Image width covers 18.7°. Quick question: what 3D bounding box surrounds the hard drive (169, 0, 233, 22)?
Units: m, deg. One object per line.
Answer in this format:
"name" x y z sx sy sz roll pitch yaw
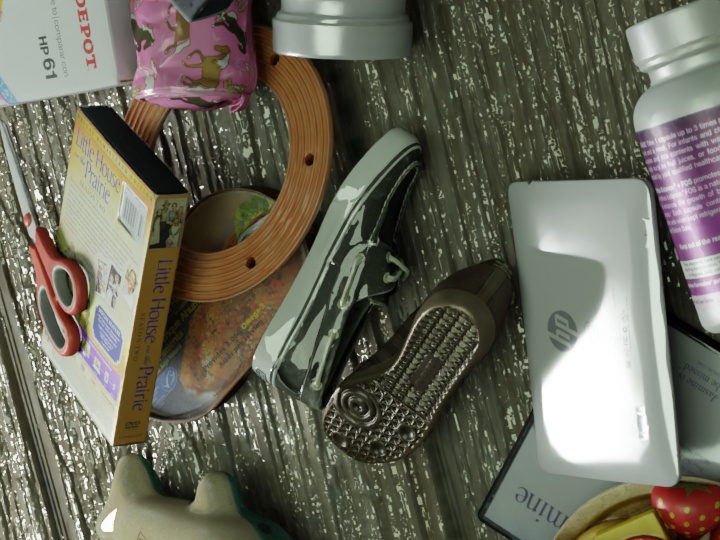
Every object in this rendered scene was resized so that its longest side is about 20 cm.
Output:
"hard drive" -0.112 -0.271 1.424 0.135 0.042 0.200 -48 59 27

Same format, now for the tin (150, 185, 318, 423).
"tin" -0.107 0.023 1.584 0.112 0.042 0.200 46 114 7

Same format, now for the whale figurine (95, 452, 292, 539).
"whale figurine" -0.115 0.215 1.602 0.200 0.104 0.160 38 115 41

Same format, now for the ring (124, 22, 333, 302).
"ring" -0.096 -0.076 1.537 0.200 0.019 0.201 -8 76 36

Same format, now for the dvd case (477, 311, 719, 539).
"dvd case" 0.180 0.124 1.479 0.142 0.018 0.200 32 111 16

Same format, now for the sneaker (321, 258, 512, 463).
"sneaker" 0.047 0.065 1.510 0.070 0.076 0.200 44 136 0

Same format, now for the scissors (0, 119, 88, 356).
"scissors" -0.243 -0.023 1.614 0.200 0.014 0.073 57 141 37

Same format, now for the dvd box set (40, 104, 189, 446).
"dvd box set" -0.177 0.002 1.551 0.146 0.029 0.201 44 130 49

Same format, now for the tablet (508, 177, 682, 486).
"tablet" 0.152 0.039 1.433 0.130 0.014 0.201 1 100 50

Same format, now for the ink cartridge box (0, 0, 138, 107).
"ink cartridge box" -0.238 -0.195 1.571 0.199 0.085 0.145 -7 96 30

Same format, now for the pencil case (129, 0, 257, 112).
"pencil case" -0.113 -0.207 1.502 0.086 0.083 0.201 -2 85 47

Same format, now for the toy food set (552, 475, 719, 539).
"toy food set" 0.210 0.234 1.452 0.198 0.049 0.200 -27 96 20

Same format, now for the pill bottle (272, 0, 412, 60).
"pill bottle" -0.010 -0.244 1.448 0.115 0.116 0.201 7 102 24

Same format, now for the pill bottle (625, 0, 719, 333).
"pill bottle" 0.237 -0.071 1.367 0.112 0.112 0.201 -18 92 26

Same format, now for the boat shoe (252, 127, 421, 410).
"boat shoe" 0.000 0.000 1.501 0.064 0.071 0.200 30 99 18
